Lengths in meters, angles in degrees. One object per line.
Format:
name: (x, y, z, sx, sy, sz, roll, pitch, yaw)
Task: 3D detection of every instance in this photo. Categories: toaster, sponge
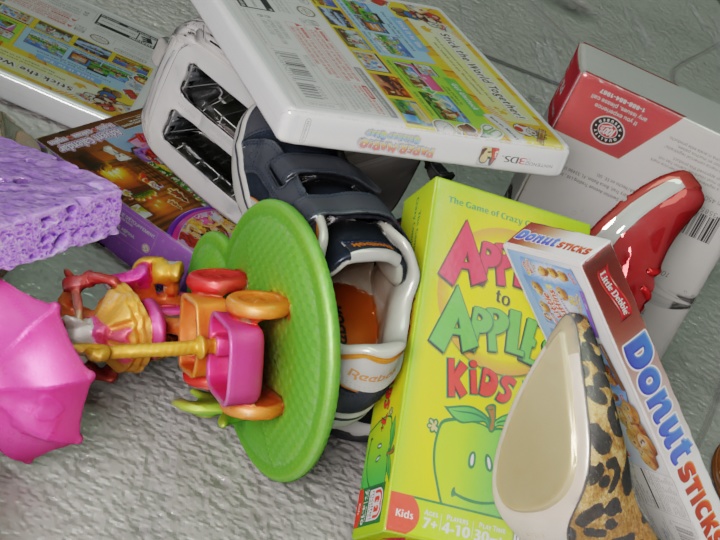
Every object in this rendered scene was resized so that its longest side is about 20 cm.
toaster: (-0.048, -0.093, 1.000, 0.200, 0.114, 0.129, 41, 34, 18)
sponge: (-0.221, -0.021, 0.725, 0.111, 0.030, 0.200, 22, 28, 32)

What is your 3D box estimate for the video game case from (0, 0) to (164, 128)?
video game case: (-0.248, -0.172, 1.146, 0.199, 0.023, 0.182, 23, 28, -7)

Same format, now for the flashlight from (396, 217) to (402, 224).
flashlight: (0.000, 0.000, 0.975, 0.067, 0.068, 0.200, -11, -3, 31)

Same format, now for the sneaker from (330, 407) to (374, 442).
sneaker: (0.039, 0.061, 0.917, 0.199, 0.083, 0.072, 18, 28, -15)

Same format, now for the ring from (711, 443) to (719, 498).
ring: (0.333, 0.172, 1.041, 0.199, 0.019, 0.201, 20, 27, -11)

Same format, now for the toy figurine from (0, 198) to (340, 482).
toy figurine: (-0.134, 0.034, 0.797, 0.183, 0.151, 0.200, -2, 15, -27)

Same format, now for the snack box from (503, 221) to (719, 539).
snack box: (0.140, 0.068, 0.816, 0.024, 0.201, 0.072, -34, 23, -18)

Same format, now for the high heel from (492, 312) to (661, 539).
high heel: (0.141, 0.121, 0.803, 0.142, 0.202, 0.071, 0, 5, -35)

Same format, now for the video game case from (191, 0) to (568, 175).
video game case: (0.005, -0.122, 0.917, 0.181, 0.023, 0.200, 5, 30, -27)

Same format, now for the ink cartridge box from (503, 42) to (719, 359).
ink cartridge box: (0.174, -0.034, 1.069, 0.146, 0.201, 0.083, 24, 24, -4)

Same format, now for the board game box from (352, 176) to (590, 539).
board game box: (0.064, 0.059, 0.852, 0.101, 0.048, 0.201, 16, 70, -17)

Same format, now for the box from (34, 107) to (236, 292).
box: (-0.115, -0.058, 1.040, 0.136, 0.039, 0.200, 35, 29, 15)

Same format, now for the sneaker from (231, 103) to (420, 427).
sneaker: (-0.015, -0.021, 0.843, 0.078, 0.079, 0.201, -2, 64, -30)

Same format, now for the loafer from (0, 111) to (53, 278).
loafer: (-0.223, -0.040, 0.871, 0.063, 0.072, 0.200, 56, 12, -20)

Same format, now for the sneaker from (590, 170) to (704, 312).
sneaker: (0.170, 0.039, 0.979, 0.116, 0.200, 0.078, 47, 7, 16)
